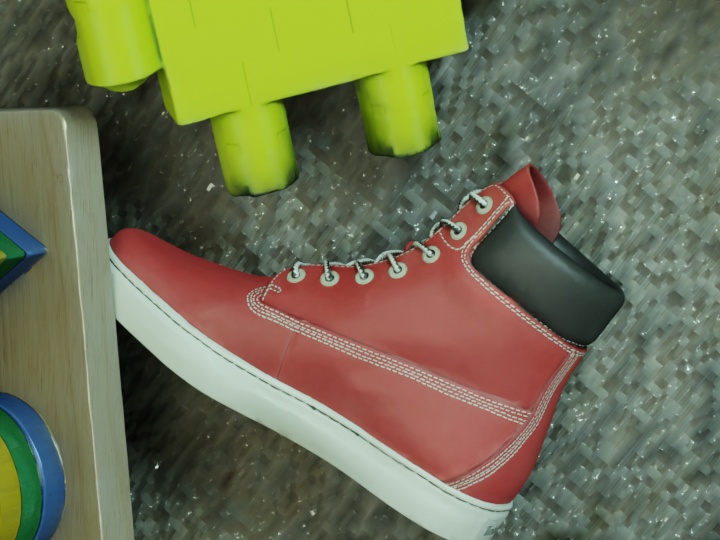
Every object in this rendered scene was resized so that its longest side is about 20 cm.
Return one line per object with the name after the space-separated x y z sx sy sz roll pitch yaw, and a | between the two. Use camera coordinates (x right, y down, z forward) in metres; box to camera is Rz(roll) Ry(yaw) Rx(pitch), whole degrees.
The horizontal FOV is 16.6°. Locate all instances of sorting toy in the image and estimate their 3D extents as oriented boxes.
-0.195 0.036 1.032 0.199 0.070 0.200 1 99 40 | sorting toy

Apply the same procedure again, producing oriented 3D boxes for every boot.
0.000 0.000 0.996 0.200 0.072 0.144 29 103 9 | boot

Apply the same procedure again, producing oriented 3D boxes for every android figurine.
-0.028 -0.132 0.952 0.182 0.041 0.200 -14 113 -10 | android figurine
